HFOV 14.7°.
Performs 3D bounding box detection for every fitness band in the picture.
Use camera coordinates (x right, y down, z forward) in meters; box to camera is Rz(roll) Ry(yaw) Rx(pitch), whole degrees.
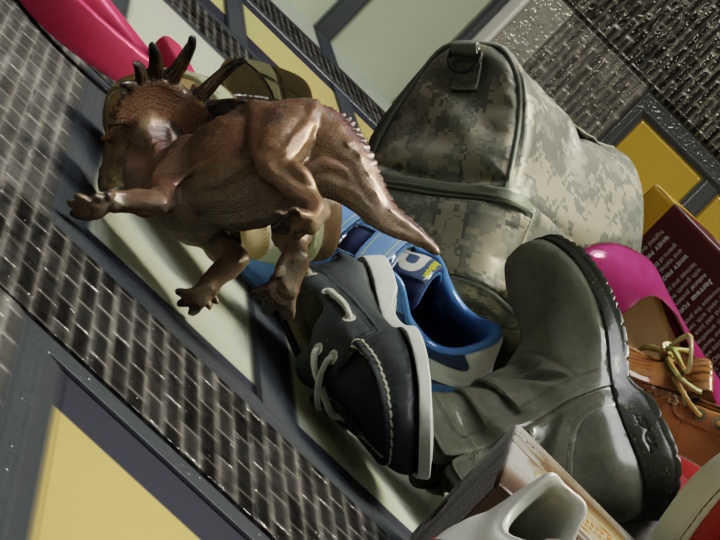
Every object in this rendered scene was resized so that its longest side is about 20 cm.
[{"bbox_3d":[-0.170,-0.159,1.794,0.144,0.037,0.200,39,7,-23],"label":"fitness band"}]

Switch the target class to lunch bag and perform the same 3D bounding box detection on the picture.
[{"bbox_3d":[0.093,-0.037,1.773,0.139,0.168,0.200,11,-16,36],"label":"lunch bag"}]

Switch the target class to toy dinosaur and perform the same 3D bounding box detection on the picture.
[{"bbox_3d":[-0.056,-0.055,1.360,0.086,0.199,0.136,72,26,-45],"label":"toy dinosaur"}]

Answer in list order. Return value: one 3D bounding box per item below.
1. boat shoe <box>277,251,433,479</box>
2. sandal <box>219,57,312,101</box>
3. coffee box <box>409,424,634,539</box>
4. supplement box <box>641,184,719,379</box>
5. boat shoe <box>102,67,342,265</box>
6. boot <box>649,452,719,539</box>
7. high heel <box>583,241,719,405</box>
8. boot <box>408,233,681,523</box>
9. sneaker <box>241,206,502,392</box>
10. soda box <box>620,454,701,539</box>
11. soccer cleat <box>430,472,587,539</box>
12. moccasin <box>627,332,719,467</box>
[{"bbox_3d":[-0.004,0.050,1.424,0.060,0.076,0.200,0,19,-10],"label":"boat shoe"},{"bbox_3d":[-0.069,-0.065,1.683,0.081,0.055,0.200,18,29,-12],"label":"sandal"},{"bbox_3d":[0.080,0.146,1.243,0.114,0.080,0.200,44,7,0],"label":"coffee box"},{"bbox_3d":[0.212,0.092,1.873,0.200,0.197,0.133,47,7,23],"label":"supplement box"},{"bbox_3d":[-0.094,-0.058,1.497,0.076,0.072,0.200,-13,26,-33],"label":"boat shoe"},{"bbox_3d":[0.197,0.189,1.346,0.072,0.201,0.144,-14,46,-27],"label":"boot"},{"bbox_3d":[0.183,0.054,1.707,0.096,0.067,0.200,55,8,35],"label":"high heel"},{"bbox_3d":[0.078,0.061,1.470,0.068,0.130,0.200,100,-24,-44],"label":"boot"},{"bbox_3d":[0.000,0.000,1.564,0.200,0.082,0.074,43,42,-1],"label":"sneaker"},{"bbox_3d":[0.165,0.146,1.486,0.200,0.070,0.064,28,-39,28],"label":"soda box"},{"bbox_3d":[0.062,0.148,1.048,0.069,0.085,0.200,42,17,-21],"label":"soccer cleat"},{"bbox_3d":[0.190,0.078,1.643,0.201,0.078,0.074,31,7,11],"label":"moccasin"}]
